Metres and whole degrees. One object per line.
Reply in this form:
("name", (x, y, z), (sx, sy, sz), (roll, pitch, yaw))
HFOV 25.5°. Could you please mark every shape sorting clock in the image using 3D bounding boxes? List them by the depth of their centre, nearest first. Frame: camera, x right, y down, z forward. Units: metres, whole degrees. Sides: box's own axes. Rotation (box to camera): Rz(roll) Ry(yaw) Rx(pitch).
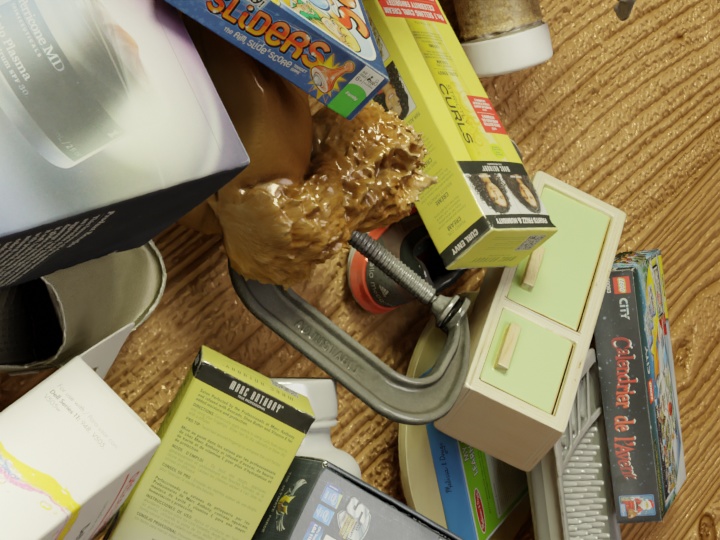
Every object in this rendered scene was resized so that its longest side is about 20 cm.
("shape sorting clock", (0.083, 0.116, 1.175), (0.200, 0.039, 0.202), (5, 85, -59))

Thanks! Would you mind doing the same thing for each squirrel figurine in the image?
("squirrel figurine", (-0.054, -0.094, 0.970), (0.200, 0.141, 0.187), (48, 32, -6))

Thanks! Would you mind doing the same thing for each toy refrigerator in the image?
("toy refrigerator", (0.122, 0.031, 1.113), (0.076, 0.070, 0.201), (26, 54, -4))

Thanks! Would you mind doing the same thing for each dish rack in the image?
("dish rack", (0.157, 0.172, 1.205), (0.172, 0.043, 0.202), (-33, 116, -68))

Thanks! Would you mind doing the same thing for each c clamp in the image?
("c clamp", (0.000, 0.000, 1.016), (0.200, 0.027, 0.171), (43, 43, 0))

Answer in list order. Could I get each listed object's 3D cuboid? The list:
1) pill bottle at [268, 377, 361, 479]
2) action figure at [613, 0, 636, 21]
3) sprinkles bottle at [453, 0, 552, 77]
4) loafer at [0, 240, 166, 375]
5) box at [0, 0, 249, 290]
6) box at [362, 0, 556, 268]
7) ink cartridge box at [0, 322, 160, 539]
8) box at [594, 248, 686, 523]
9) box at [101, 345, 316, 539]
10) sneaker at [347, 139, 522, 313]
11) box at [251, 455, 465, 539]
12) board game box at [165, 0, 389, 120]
("pill bottle", (-0.054, 0.167, 0.974), (0.111, 0.111, 0.202), (1, 87, -47))
("action figure", (0.127, -0.282, 1.099), (0.192, 0.104, 0.201), (11, 97, -28))
("sprinkles bottle", (0.090, -0.247, 1.180), (0.068, 0.068, 0.201), (-25, 106, -44))
("loafer", (-0.177, 0.023, 0.880), (0.199, 0.068, 0.076), (-22, 104, -45))
("box", (-0.193, -0.098, 0.792), (0.198, 0.123, 0.201), (-22, 84, -46))
("box", (0.053, -0.098, 1.071), (0.075, 0.050, 0.201), (-1, 58, -45))
("ink cartridge box", (-0.179, 0.123, 0.830), (0.067, 0.117, 0.200), (44, 49, 7))
("box", (0.227, 0.090, 1.297), (0.136, 0.037, 0.202), (-19, 103, -68))
("box", (-0.103, 0.149, 0.894), (0.075, 0.050, 0.201), (26, 93, -8))
("sneaker", (0.076, -0.032, 1.143), (0.200, 0.082, 0.077), (-46, 120, -38))
("box", (-0.012, 0.229, 0.902), (0.157, 0.051, 0.201), (34, 73, -24))
("board game box", (-0.061, -0.184, 0.893), (0.135, 0.034, 0.201), (30, 29, -35))
